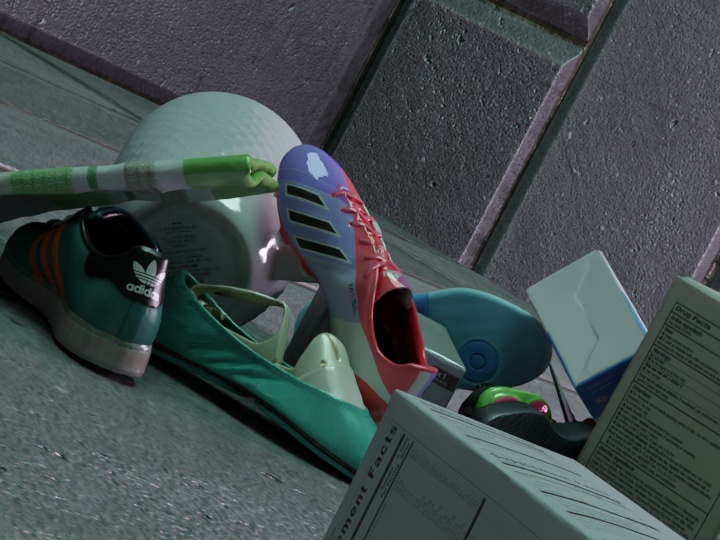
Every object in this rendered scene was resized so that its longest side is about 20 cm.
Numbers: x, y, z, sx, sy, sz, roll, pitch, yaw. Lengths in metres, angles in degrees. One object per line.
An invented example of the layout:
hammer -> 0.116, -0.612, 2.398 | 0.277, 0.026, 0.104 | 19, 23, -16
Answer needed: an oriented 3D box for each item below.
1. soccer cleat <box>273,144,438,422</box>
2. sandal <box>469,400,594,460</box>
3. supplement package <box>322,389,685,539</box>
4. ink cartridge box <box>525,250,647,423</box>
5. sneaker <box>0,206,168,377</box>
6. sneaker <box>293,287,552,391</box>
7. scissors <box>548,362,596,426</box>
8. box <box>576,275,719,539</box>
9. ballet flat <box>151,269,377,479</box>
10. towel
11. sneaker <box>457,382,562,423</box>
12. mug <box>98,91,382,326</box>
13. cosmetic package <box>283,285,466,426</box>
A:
soccer cleat -> 0.000, 0.000, 1.404 | 0.066, 0.076, 0.201 | 4, 60, -38
sandal -> 0.109, 0.127, 1.511 | 0.043, 0.076, 0.200 | 30, 4, 29
supplement package -> 0.077, 0.145, 0.881 | 0.109, 0.114, 0.200 | 23, 7, -33
ink cartridge box -> 0.207, 0.095, 1.664 | 0.200, 0.066, 0.116 | 55, 8, -41
sneaker -> -0.159, -0.004, 1.325 | 0.071, 0.080, 0.200 | 22, 7, -30
sneaker -> 0.055, 0.053, 1.723 | 0.199, 0.080, 0.131 | 7, -2, 10
scissors -> 0.157, 0.126, 1.602 | 0.014, 0.074, 0.200 | 0, -18, 15
box -> 0.243, 0.127, 1.527 | 0.128, 0.201, 0.109 | 34, 8, 39
ballet flat -> -0.051, 0.059, 1.353 | 0.199, 0.071, 0.067 | 30, 2, 18
towel -> -0.156, -0.048, 1.348 | 0.199, 0.031, 0.149 | -4, 1, 5
sneaker -> 0.101, 0.123, 1.610 | 0.083, 0.077, 0.200 | 24, -8, 20
mug -> -0.084, -0.028, 1.509 | 0.199, 0.149, 0.175 | 7, 19, 1
cosmetic package -> 0.006, 0.065, 1.548 | 0.106, 0.091, 0.200 | 28, 7, -3
